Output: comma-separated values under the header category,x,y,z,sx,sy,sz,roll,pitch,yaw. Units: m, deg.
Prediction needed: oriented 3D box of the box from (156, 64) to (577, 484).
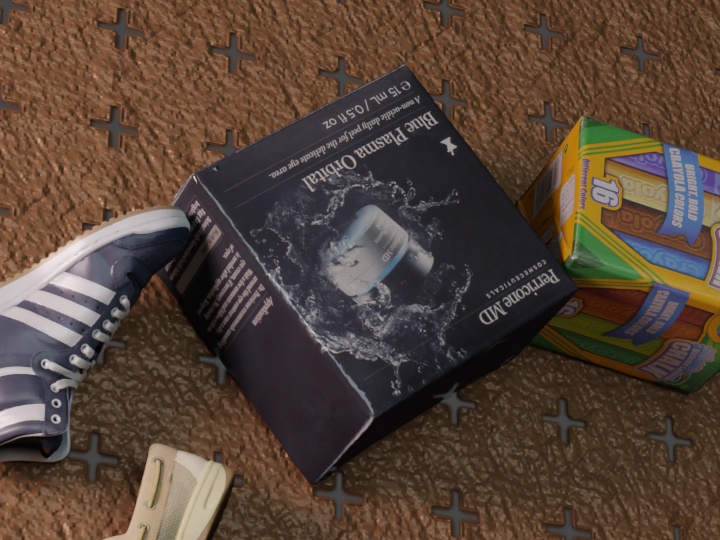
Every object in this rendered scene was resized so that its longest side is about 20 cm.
category,x,y,z,sx,sy,sz,roll,pitch,yaw
box,0.000,0.000,1.482,0.196,0.117,0.200,-30,78,-34

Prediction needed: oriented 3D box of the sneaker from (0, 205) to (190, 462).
category,x,y,z,sx,sy,sz,roll,pitch,yaw
sneaker,-0.176,0.046,1.390,0.200,0.070,0.109,-29,74,-13

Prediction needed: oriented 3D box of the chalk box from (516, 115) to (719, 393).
category,x,y,z,sx,sy,sz,roll,pitch,yaw
chalk box,0.218,-0.002,1.572,0.199,0.125,0.124,17,56,-12

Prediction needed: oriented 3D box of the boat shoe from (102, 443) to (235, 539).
category,x,y,z,sx,sy,sz,roll,pitch,yaw
boat shoe,-0.138,0.190,1.344,0.065,0.072,0.200,23,53,1
